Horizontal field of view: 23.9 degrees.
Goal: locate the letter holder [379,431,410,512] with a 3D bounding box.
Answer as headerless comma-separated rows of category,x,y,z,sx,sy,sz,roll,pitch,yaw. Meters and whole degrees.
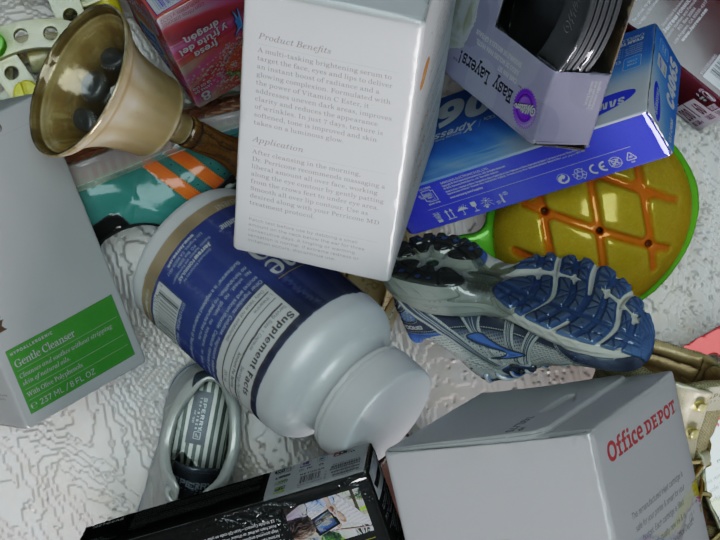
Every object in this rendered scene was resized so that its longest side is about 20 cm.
letter holder,0.014,0.229,1.190,0.142,0.101,0.200,40,86,-3

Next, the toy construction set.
toy construction set,-0.242,-0.209,1.197,0.131,0.092,0.200,-23,101,-4

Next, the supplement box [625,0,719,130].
supplement box,0.193,-0.188,1.209,0.200,0.109,0.061,39,86,-1

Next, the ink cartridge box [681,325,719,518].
ink cartridge box,0.272,0.142,1.224,0.116,0.067,0.200,-29,90,-3

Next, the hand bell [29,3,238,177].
hand bell,-0.109,-0.091,1.138,0.200,0.104,0.104,23,86,-39

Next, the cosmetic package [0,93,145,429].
cosmetic package,-0.239,-0.007,1.146,0.108,0.085,0.200,-32,111,-34

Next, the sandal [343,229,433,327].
sandal,0.006,0.002,1.210,0.077,0.070,0.212,18,87,-3

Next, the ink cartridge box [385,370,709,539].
ink cartridge box,0.129,0.182,1.078,0.146,0.147,0.201,-9,96,32

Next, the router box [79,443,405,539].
router box,-0.064,0.211,1.088,0.200,0.051,0.150,-17,104,9

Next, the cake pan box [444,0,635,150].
cake pan box,0.108,-0.198,1.097,0.052,0.200,0.185,-2,121,-30

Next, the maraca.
maraca,0.146,-0.021,1.204,0.200,0.107,0.137,-41,94,7

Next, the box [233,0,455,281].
box,-0.007,-0.123,1.060,0.106,0.152,0.200,12,132,7

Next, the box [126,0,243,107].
box,-0.063,-0.219,1.178,0.200,0.095,0.103,-32,54,-8

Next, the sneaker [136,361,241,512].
sneaker,-0.124,0.162,1.196,0.073,0.071,0.201,4,88,-3

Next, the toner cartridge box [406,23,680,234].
toner cartridge box,0.116,-0.095,1.161,0.200,0.095,0.043,-17,129,29

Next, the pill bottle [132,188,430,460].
pill bottle,-0.051,0.041,1.149,0.200,0.111,0.111,39,86,26

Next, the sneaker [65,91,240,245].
sneaker,-0.121,-0.071,1.211,0.200,0.071,0.080,-20,109,-10

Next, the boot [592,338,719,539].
boot,0.225,0.142,1.142,0.200,0.073,0.156,31,116,21

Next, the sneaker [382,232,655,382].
sneaker,0.109,0.036,1.151,0.200,0.085,0.077,18,44,32
